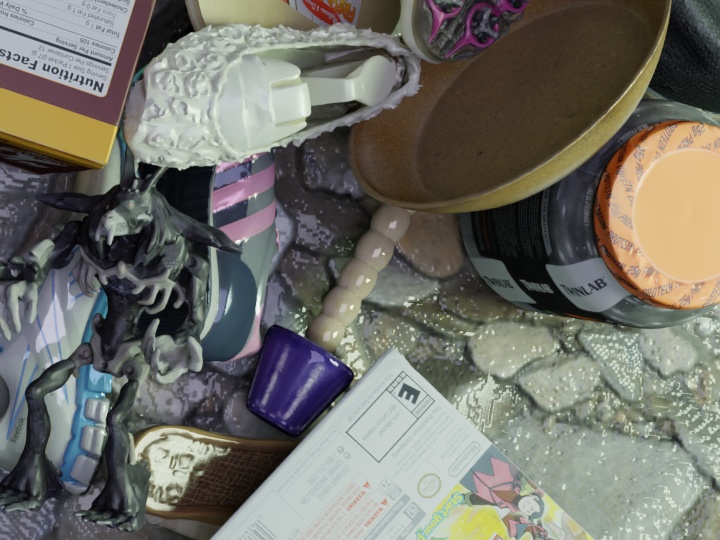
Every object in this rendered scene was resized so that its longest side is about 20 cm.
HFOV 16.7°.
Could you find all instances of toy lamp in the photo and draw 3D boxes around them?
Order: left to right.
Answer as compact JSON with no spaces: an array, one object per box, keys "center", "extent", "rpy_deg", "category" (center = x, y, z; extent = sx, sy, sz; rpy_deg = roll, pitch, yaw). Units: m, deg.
[{"center":[0.000,0.000,1.384],"extent":[0.058,0.058,0.201],"rpy_deg":[34,80,-16],"category":"toy lamp"}]

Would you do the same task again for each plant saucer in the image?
[{"center":[0.085,-0.097,1.310],"extent":[0.200,0.200,0.035],"rpy_deg":[-47,122,-10],"category":"plant saucer"}]

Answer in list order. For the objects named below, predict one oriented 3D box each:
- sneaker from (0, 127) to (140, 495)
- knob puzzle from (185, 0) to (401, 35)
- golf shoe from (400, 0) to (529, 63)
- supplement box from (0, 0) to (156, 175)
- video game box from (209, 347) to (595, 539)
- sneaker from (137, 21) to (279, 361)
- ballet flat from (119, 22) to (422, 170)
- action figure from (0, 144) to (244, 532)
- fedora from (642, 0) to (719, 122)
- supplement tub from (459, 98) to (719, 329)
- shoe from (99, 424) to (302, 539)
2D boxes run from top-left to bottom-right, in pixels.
[{"center":[-0.169,0.017,1.324],"extent":[0.086,0.075,0.202],"rpy_deg":[10,89,-12],"category":"sneaker"},{"center":[-0.044,-0.173,1.327],"extent":[0.219,0.030,0.222],"rpy_deg":[-7,99,-53],"category":"knob puzzle"},{"center":[0.056,-0.192,1.351],"extent":[0.072,0.092,0.201],"rpy_deg":[38,57,-31],"category":"golf shoe"},{"center":[-0.179,-0.164,1.245],"extent":[0.132,0.197,0.201],"rpy_deg":[18,86,-16],"category":"supplement box"},{"center":[0.018,0.172,1.323],"extent":[0.182,0.047,0.200],"rpy_deg":[42,60,5],"category":"video game box"},{"center":[-0.075,-0.047,1.363],"extent":[0.082,0.070,0.202],"rpy_deg":[26,72,-54],"category":"sneaker"},{"center":[-0.037,-0.096,1.265],"extent":[0.199,0.071,0.072],"rpy_deg":[-21,100,-50],"category":"ballet flat"},{"center":[-0.129,0.030,1.250],"extent":[0.118,0.102,0.202],"rpy_deg":[13,97,8],"category":"action figure"},{"center":[0.213,-0.157,1.423],"extent":[0.199,0.092,0.202],"rpy_deg":[-1,92,-18],"category":"fedora"},{"center":[0.140,-0.032,1.350],"extent":[0.122,0.200,0.124],"rpy_deg":[-1,93,-17],"category":"supplement tub"},{"center":[-0.055,0.126,1.374],"extent":[0.199,0.053,0.070],"rpy_deg":[20,72,-30],"category":"shoe"}]
